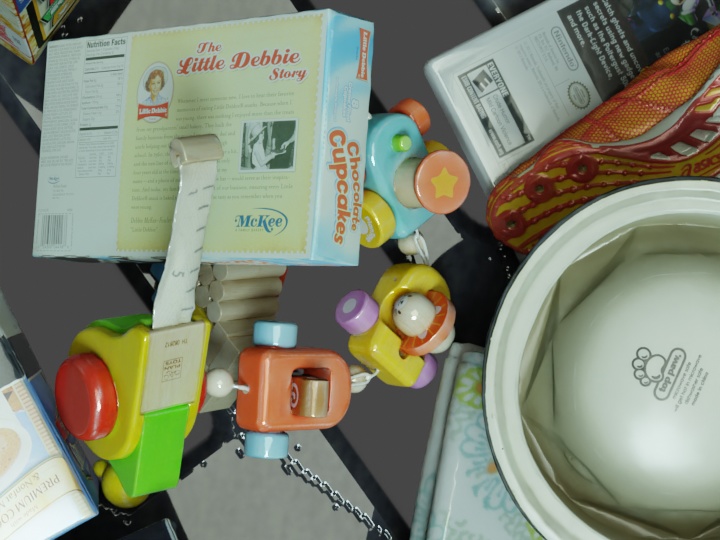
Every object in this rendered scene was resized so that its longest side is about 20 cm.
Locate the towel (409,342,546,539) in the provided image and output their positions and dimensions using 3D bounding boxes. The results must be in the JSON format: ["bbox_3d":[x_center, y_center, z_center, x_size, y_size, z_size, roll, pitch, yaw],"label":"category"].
[{"bbox_3d":[0.105,0.151,0.862,0.171,0.048,0.201,18,72,-20],"label":"towel"}]

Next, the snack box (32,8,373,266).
[{"bbox_3d":[-0.083,-0.062,0.809,0.037,0.199,0.117,7,85,-50],"label":"snack box"}]

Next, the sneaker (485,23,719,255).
[{"bbox_3d":[0.157,-0.071,0.880,0.200,0.077,0.073,-30,113,6],"label":"sneaker"}]

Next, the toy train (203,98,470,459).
[{"bbox_3d":[0.000,0.000,0.839,0.150,0.055,0.201,10,87,-43],"label":"toy train"}]

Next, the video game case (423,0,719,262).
[{"bbox_3d":[0.158,-0.067,0.919,0.181,0.023,0.201,-27,91,-8],"label":"video game case"}]

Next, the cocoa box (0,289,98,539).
[{"bbox_3d":[-0.242,0.104,0.796,0.199,0.133,0.132,-28,93,-9],"label":"cocoa box"}]

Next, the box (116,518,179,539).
[{"bbox_3d":[-0.142,0.245,0.773,0.199,0.182,0.104,-24,46,-8],"label":"box"}]

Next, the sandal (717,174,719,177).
[{"bbox_3d":[0.199,-0.012,0.871,0.079,0.059,0.207,38,77,-5],"label":"sandal"}]

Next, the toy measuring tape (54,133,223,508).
[{"bbox_3d":[-0.105,0.022,0.776,0.073,0.074,0.201,7,113,-8],"label":"toy measuring tape"}]

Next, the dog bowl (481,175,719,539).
[{"bbox_3d":[0.158,0.056,0.803,0.199,0.074,0.201,0,89,2],"label":"dog bowl"}]

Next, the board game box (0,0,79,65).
[{"bbox_3d":[-0.139,-0.188,0.791,0.046,0.200,0.152,35,83,-5],"label":"board game box"}]

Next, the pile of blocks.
[{"bbox_3d":[-0.070,-0.028,0.873,0.062,0.082,0.201,-4,99,-50],"label":"pile of blocks"}]
